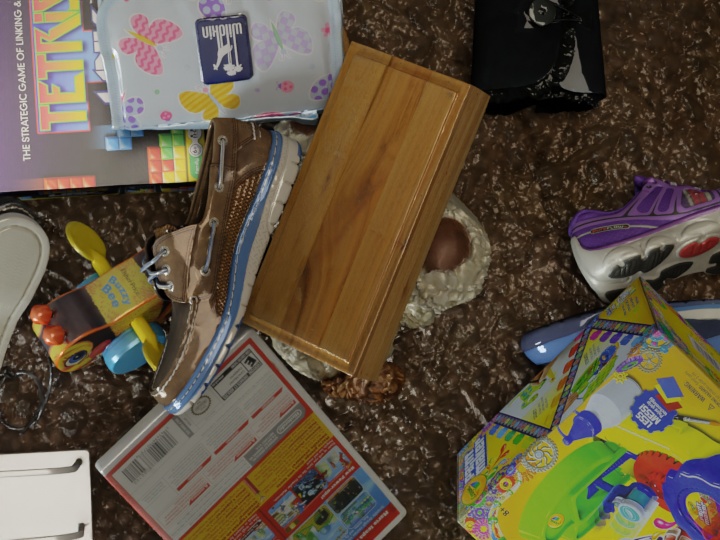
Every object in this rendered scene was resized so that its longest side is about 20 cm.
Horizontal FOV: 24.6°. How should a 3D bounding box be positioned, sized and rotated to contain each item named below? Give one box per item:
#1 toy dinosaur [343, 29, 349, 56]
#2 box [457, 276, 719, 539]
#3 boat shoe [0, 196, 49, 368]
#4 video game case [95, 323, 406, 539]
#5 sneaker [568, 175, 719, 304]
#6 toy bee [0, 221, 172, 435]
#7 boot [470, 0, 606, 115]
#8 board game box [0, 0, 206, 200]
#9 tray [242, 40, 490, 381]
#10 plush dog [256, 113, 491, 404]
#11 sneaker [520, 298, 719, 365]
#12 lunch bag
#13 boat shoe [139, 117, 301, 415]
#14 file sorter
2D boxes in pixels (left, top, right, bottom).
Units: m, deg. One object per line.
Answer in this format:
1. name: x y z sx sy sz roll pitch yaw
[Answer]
1. toy dinosaur: -0.029 -0.160 1.218 0.106 0.060 0.201 -29 90 -10
2. box: 0.202 0.153 1.157 0.200 0.122 0.193 42 105 -9
3. boat shoe: -0.286 0.038 1.168 0.073 0.060 0.201 23 103 -27
4. video game case: -0.073 0.155 1.171 0.143 0.017 0.200 -43 117 -9
5. sneaker: 0.248 -0.045 1.240 0.198 0.081 0.084 -14 56 -19
6. toy bee: -0.177 0.038 1.142 0.130 0.109 0.201 32 84 14
7. boot: 0.093 -0.206 1.228 0.198 0.076 0.170 7 81 -13
8. board game box: -0.198 -0.156 1.198 0.163 0.057 0.203 -4 86 -9
9. tray: 0.001 -0.040 1.089 0.098 0.037 0.202 23 94 30
10. plush dog: 0.000 0.000 1.190 0.172 0.160 0.200 -47 64 6
11. sneaker: 0.218 0.065 1.229 0.197 0.074 0.083 -2 88 -7
12. lunch bag: -0.095 -0.199 1.124 0.167 0.127 0.203 -3 87 -4
13. boat shoe: -0.108 -0.006 1.101 0.072 0.072 0.202 23 78 -17
14. file sorter: -0.252 0.229 1.130 0.137 0.125 0.203 -2 86 -8
